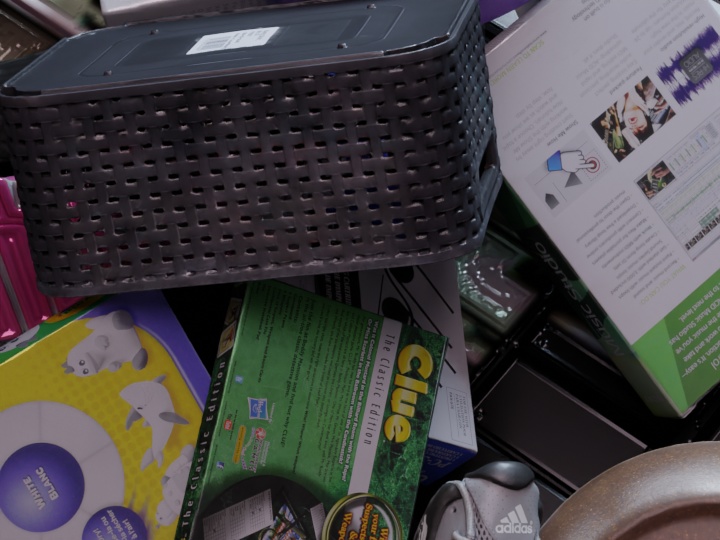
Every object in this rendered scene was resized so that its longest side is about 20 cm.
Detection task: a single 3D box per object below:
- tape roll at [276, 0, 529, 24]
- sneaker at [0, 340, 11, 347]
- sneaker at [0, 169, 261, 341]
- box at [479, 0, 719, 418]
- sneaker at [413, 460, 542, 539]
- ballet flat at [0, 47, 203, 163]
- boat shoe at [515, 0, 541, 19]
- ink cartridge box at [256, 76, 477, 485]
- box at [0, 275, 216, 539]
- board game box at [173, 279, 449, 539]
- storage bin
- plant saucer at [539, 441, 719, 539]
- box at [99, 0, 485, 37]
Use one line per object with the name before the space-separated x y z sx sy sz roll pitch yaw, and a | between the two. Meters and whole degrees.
tape roll | 0.023 -0.220 1.027 0.199 0.085 0.200 -2 58 4
sneaker | -0.224 0.076 0.967 0.199 0.130 0.080 -31 62 -14
sneaker | -0.153 -0.013 1.040 0.199 0.088 0.082 -11 92 -18
box | 0.143 -0.049 1.012 0.144 0.036 0.200 -39 96 -14
sneaker | 0.061 0.139 0.864 0.075 0.200 0.116 11 88 -25
ballet flat | -0.150 -0.081 1.059 0.200 0.057 0.067 -2 46 33
boat shoe | 0.135 -0.116 1.093 0.075 0.093 0.201 -20 84 37
ink cartridge box | 0.000 0.000 1.021 0.094 0.044 0.200 19 51 -33
box | -0.152 0.099 0.901 0.200 0.048 0.118 -32 99 -14
board game box | -0.028 0.110 0.902 0.105 0.023 0.201 19 72 -20
storage bin | -0.045 -0.060 0.915 0.199 0.094 0.135 -5 19 11
plant saucer | 0.156 0.171 0.903 0.200 0.037 0.201 -3 75 11
box | -0.044 -0.183 1.124 0.199 0.106 0.153 -11 58 -2
